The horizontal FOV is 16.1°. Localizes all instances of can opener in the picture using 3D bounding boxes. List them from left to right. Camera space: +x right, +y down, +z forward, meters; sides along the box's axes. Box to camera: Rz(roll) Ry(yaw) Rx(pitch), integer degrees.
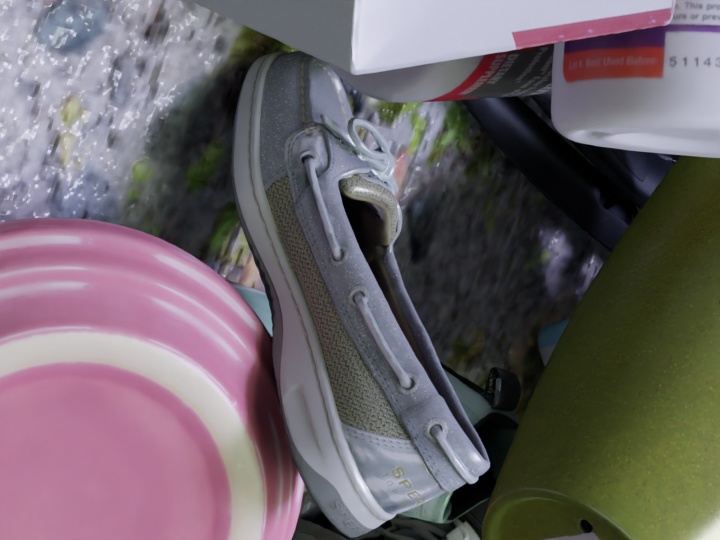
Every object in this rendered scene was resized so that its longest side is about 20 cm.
[{"bbox_3d":[0.103,-0.047,1.119,0.063,0.079,0.200,-31,143,25],"label":"can opener"}]

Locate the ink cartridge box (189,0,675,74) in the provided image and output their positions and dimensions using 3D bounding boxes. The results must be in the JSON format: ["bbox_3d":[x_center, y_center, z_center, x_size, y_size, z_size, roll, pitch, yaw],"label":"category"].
[{"bbox_3d":[-0.008,-0.166,0.823,0.145,0.200,0.145,-13,120,-39],"label":"ink cartridge box"}]

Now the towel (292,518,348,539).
[{"bbox_3d":[-0.074,0.166,0.988,0.200,0.132,0.035,-35,120,-27],"label":"towel"}]

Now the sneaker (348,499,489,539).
[{"bbox_3d":[0.043,0.113,1.128,0.200,0.074,0.089,2,108,-57],"label":"sneaker"}]

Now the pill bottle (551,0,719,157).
[{"bbox_3d":[0.127,-0.143,0.886,0.111,0.111,0.200,6,87,-47],"label":"pill bottle"}]

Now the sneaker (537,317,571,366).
[{"bbox_3d":[0.171,0.077,1.190,0.200,0.079,0.131,-5,80,-38],"label":"sneaker"}]

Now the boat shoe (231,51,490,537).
[{"bbox_3d":[-0.001,0.000,0.940,0.065,0.202,0.074,-21,143,15],"label":"boat shoe"}]

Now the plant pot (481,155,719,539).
[{"bbox_3d":[0.144,0.066,1.005,0.200,0.187,0.187,-41,136,-36],"label":"plant pot"}]

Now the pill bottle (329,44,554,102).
[{"bbox_3d":[0.083,-0.124,0.994,0.200,0.111,0.111,-7,116,-38],"label":"pill bottle"}]

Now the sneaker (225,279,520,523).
[{"bbox_3d":[-0.022,0.055,0.991,0.200,0.118,0.074,-2,114,-44],"label":"sneaker"}]

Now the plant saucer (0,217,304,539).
[{"bbox_3d":[-0.112,0.083,0.909,0.200,0.051,0.201,-7,112,-16],"label":"plant saucer"}]
